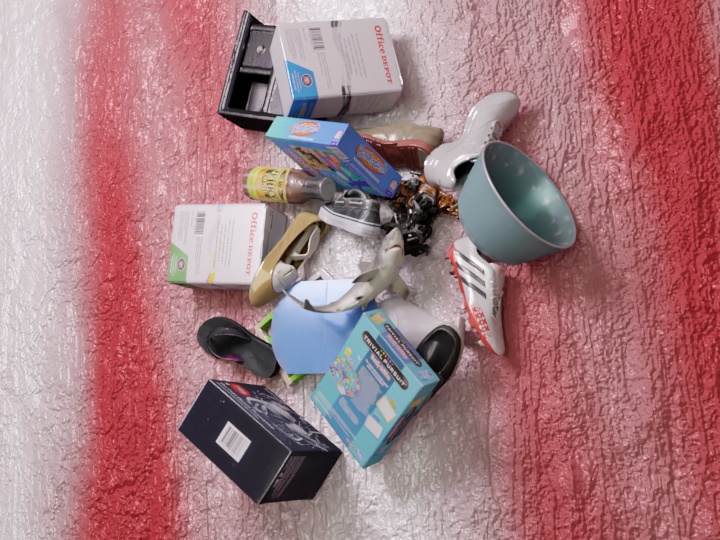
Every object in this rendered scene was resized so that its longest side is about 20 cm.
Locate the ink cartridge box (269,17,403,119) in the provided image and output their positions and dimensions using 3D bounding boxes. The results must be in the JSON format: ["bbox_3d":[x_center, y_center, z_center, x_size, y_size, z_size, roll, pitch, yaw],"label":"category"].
[{"bbox_3d":[-0.042,-0.347,1.608,0.197,0.084,0.148,-7,73,-18],"label":"ink cartridge box"}]

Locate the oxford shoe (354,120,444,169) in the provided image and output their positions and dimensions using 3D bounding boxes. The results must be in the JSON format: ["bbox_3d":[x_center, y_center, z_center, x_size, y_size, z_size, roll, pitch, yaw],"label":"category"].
[{"bbox_3d":[0.055,-0.222,1.615,0.198,0.071,0.075,13,55,32],"label":"oxford shoe"}]

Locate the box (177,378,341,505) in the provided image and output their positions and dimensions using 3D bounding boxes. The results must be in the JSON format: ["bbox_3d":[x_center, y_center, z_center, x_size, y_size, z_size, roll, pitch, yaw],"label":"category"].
[{"bbox_3d":[-0.164,0.280,1.543,0.199,0.182,0.105,35,95,26],"label":"box"}]

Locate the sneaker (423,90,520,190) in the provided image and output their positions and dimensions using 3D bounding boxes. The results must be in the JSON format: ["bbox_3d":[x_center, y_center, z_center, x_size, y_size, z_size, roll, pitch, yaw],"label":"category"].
[{"bbox_3d":[0.194,-0.203,1.506,0.200,0.074,0.087,-50,38,0],"label":"sneaker"}]

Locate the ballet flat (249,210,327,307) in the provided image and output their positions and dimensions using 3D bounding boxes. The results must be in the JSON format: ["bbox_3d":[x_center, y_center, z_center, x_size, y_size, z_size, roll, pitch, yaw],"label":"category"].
[{"bbox_3d":[-0.123,-0.020,1.616,0.063,0.069,0.201,14,65,37],"label":"ballet flat"}]

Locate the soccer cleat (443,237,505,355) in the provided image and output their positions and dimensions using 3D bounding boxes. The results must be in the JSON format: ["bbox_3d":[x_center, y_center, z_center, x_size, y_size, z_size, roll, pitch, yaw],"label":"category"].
[{"bbox_3d":[0.199,0.035,1.483,0.085,0.068,0.202,-27,66,20],"label":"soccer cleat"}]

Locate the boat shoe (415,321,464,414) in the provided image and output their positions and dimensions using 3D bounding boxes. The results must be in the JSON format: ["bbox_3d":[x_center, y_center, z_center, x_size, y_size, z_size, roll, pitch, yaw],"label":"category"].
[{"bbox_3d":[0.098,0.167,1.467,0.072,0.067,0.201,38,119,12],"label":"boat shoe"}]

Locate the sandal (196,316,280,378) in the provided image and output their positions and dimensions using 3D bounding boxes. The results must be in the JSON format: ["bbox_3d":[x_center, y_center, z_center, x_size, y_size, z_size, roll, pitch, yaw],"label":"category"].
[{"bbox_3d":[-0.226,0.133,1.665,0.199,0.048,0.076,18,99,35],"label":"sandal"}]

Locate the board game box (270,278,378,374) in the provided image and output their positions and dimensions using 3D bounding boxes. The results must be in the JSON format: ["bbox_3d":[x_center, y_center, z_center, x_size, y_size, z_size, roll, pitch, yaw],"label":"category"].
[{"bbox_3d":[-0.055,0.098,1.586,0.197,0.039,0.160,-4,74,19],"label":"board game box"}]

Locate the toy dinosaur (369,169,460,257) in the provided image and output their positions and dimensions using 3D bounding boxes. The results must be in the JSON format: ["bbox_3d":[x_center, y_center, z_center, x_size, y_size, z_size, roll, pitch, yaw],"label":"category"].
[{"bbox_3d":[0.097,-0.104,1.549,0.199,0.102,0.137,8,65,48],"label":"toy dinosaur"}]

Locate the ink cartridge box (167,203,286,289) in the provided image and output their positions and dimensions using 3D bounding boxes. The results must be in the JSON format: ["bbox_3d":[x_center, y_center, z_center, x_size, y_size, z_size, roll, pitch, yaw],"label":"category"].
[{"bbox_3d":[-0.242,-0.041,1.699,0.198,0.084,0.147,1,80,26],"label":"ink cartridge box"}]

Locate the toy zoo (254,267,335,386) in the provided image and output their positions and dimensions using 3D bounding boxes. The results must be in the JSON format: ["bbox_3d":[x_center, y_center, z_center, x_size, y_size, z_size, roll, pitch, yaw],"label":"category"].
[{"bbox_3d":[-0.081,0.090,1.631,0.199,0.020,0.132,-40,66,14],"label":"toy zoo"}]

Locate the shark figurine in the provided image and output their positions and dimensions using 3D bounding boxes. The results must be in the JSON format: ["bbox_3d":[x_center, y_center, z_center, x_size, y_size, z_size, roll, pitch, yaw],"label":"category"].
[{"bbox_3d":[-0.010,0.018,1.536,0.213,0.129,0.090,-33,41,2],"label":"shark figurine"}]

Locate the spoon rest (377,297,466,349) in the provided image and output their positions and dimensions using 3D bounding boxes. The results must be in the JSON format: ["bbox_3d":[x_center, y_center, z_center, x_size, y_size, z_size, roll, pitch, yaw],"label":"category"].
[{"bbox_3d":[0.092,0.096,1.535,0.198,0.060,0.101,2,79,39],"label":"spoon rest"}]

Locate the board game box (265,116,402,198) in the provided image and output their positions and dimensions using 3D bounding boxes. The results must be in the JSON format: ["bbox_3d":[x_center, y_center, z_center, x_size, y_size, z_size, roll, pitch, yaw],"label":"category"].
[{"bbox_3d":[-0.046,-0.191,1.561,0.199,0.152,0.045,16,72,48],"label":"board game box"}]

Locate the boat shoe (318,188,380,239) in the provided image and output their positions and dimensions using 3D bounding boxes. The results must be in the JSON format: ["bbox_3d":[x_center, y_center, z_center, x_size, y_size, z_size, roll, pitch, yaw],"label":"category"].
[{"bbox_3d":[-0.009,-0.101,1.568,0.200,0.071,0.072,25,99,62],"label":"boat shoe"}]

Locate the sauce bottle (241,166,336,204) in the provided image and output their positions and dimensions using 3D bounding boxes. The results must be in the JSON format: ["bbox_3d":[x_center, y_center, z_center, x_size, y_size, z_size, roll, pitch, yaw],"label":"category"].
[{"bbox_3d":[-0.126,-0.151,1.652,0.198,0.064,0.066,7,82,42],"label":"sauce bottle"}]

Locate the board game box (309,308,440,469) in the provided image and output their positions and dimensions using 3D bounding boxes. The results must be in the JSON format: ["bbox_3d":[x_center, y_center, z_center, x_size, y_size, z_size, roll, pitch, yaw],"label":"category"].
[{"bbox_3d":[0.019,0.186,1.462,0.151,0.047,0.201,50,126,25],"label":"board game box"}]

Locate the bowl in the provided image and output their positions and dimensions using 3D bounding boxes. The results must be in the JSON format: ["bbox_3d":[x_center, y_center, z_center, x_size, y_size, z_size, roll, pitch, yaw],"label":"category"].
[{"bbox_3d":[0.227,-0.088,1.440,0.105,0.200,0.202,-42,64,33],"label":"bowl"}]

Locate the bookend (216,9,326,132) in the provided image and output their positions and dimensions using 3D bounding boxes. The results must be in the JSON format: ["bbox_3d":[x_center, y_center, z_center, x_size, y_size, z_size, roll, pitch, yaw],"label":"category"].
[{"bbox_3d":[-0.136,-0.355,1.706,0.198,0.092,0.201,13,85,26],"label":"bookend"}]
